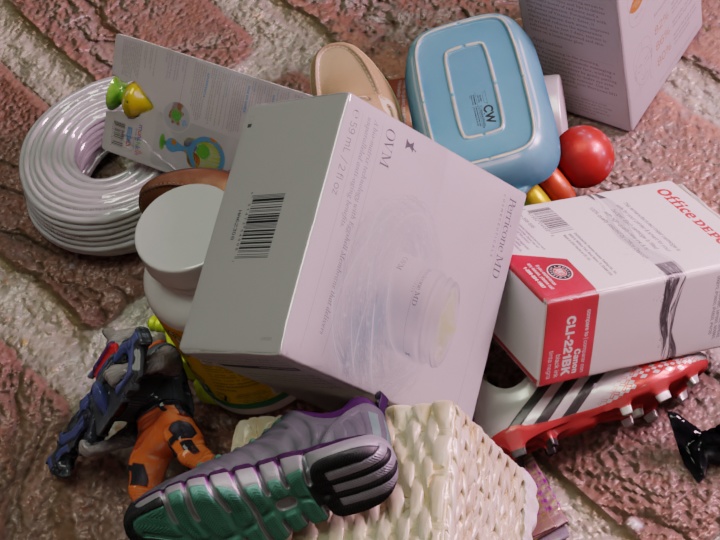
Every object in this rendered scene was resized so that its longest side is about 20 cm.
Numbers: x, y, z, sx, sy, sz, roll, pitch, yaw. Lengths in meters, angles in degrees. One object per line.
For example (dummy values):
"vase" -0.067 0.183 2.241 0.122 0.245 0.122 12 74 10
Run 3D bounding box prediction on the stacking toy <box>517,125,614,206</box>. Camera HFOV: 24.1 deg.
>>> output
"stacking toy" 0.137 -0.049 1.452 0.200 0.085 0.085 -38 53 0

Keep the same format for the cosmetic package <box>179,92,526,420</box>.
"cosmetic package" 0.000 0.000 1.267 0.123 0.200 0.200 -1 70 47

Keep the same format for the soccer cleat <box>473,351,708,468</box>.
"soccer cleat" 0.182 0.090 1.351 0.200 0.069 0.085 -20 69 -9

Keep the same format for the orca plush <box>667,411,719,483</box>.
"orca plush" 0.340 0.091 1.322 0.200 0.071 0.105 -12 51 6

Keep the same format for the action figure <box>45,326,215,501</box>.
"action figure" -0.179 0.139 1.407 0.105 0.200 0.194 -2 62 -38

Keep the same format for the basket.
"basket" 0.010 0.213 1.234 0.198 0.161 0.200 -8 54 23

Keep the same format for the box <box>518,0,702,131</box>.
"box" 0.228 -0.257 1.535 0.106 0.200 0.152 22 61 28

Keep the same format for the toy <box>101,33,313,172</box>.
"toy" -0.135 -0.138 1.533 0.200 0.115 0.047 18 25 13

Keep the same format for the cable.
"cable" -0.232 -0.102 1.623 0.200 0.069 0.200 -17 51 2

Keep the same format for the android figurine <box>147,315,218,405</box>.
"android figurine" -0.090 0.044 1.493 0.200 0.041 0.182 11 57 20

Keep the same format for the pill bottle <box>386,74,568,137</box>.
"pill bottle" 0.086 -0.124 1.528 0.200 0.112 0.112 -6 52 10

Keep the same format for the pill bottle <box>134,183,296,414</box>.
"pill bottle" -0.108 0.022 1.358 0.113 0.200 0.113 -8 55 12

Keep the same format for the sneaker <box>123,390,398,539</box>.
"sneaker" -0.068 0.145 1.185 0.200 0.074 0.088 -16 32 11

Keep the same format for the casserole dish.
"casserole dish" 0.100 -0.146 1.449 0.121 0.039 0.200 -14 60 8

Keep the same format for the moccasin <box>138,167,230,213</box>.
"moccasin" -0.109 -0.036 1.492 0.201 0.074 0.078 20 52 15

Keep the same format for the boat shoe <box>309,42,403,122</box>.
"boat shoe" 0.004 -0.121 1.449 0.071 0.065 0.200 -24 66 4

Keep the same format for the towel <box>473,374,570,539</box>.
"towel" 0.068 0.169 1.367 0.144 0.023 0.200 -24 50 -3

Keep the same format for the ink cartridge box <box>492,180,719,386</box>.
"ink cartridge box" 0.200 0.006 1.359 0.200 0.084 0.144 -11 33 -20
